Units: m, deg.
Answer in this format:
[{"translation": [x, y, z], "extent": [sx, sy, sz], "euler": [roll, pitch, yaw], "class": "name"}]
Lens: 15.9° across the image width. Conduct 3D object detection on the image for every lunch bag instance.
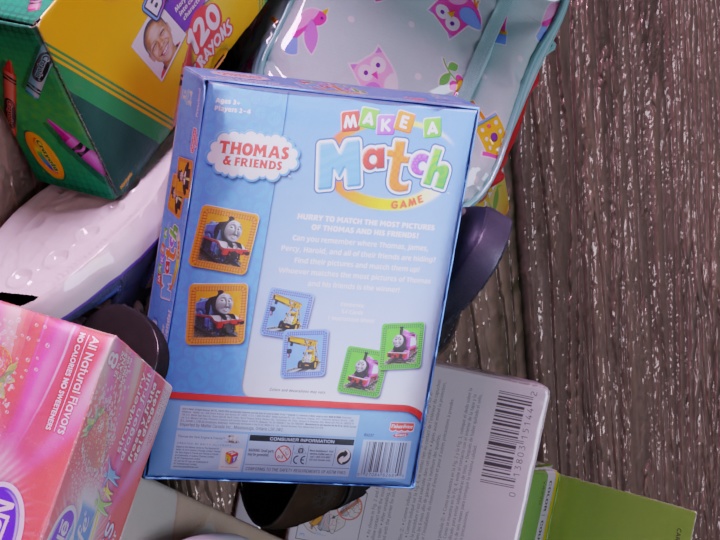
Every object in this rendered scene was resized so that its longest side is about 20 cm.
[{"translation": [0.027, -0.129, 1.430], "extent": [0.201, 0.160, 0.077], "euler": [-66, -169, -22], "class": "lunch bag"}]

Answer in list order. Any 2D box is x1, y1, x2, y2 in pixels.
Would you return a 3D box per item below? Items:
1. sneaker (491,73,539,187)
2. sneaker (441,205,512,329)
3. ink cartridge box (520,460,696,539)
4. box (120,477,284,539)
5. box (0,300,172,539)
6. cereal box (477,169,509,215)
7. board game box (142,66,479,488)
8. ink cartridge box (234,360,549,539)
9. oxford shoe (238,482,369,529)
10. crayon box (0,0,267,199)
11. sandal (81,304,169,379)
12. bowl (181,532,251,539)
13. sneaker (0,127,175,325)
[{"translation": [0.056, -0.061, 1.514], "extent": [0.201, 0.077, 0.085], "euler": [-60, 149, -18], "class": "sneaker"}, {"translation": [0.000, 0.000, 1.392], "extent": [0.082, 0.200, 0.070], "euler": [39, 54, -18], "class": "sneaker"}, {"translation": [0.095, 0.194, 1.622], "extent": [0.076, 0.199, 0.149], "euler": [9, 94, -59], "class": "ink cartridge box"}, {"translation": [-0.113, 0.157, 1.377], "extent": [0.200, 0.094, 0.078], "euler": [35, 71, -58], "class": "box"}, {"translation": [-0.170, 0.120, 1.149], "extent": [0.095, 0.102, 0.201], "euler": [55, 53, -70], "class": "box"}, {"translation": [0.027, -0.083, 1.563], "extent": [0.144, 0.039, 0.201], "euler": [-44, 136, -38], "class": "cereal box"}, {"translation": [-0.029, 0.006, 1.290], "extent": [0.150, 0.037, 0.202], "euler": [4, 104, -25], "class": "board game box"}, {"translation": [0.008, 0.149, 1.555], "extent": [0.045, 0.175, 0.202], "euler": [-156, -101, -80], "class": "ink cartridge box"}, {"translation": [-0.037, 0.049, 1.350], "extent": [0.084, 0.072, 0.202], "euler": [-27, 123, -41], "class": "oxford shoe"}, {"translation": [-0.111, -0.150, 1.298], "extent": [0.201, 0.058, 0.119], "euler": [-56, 143, -30], "class": "crayon box"}, {"translation": [-0.169, 0.099, 1.246], "extent": [0.201, 0.075, 0.045], "euler": [-55, 148, 7], "class": "sandal"}, {"translation": [-0.081, 0.242, 1.308], "extent": [0.201, 0.090, 0.202], "euler": [-32, 137, -35], "class": "bowl"}, {"translation": [-0.110, 0.013, 1.338], "extent": [0.200, 0.080, 0.147], "euler": [-53, 137, -43], "class": "sneaker"}]
